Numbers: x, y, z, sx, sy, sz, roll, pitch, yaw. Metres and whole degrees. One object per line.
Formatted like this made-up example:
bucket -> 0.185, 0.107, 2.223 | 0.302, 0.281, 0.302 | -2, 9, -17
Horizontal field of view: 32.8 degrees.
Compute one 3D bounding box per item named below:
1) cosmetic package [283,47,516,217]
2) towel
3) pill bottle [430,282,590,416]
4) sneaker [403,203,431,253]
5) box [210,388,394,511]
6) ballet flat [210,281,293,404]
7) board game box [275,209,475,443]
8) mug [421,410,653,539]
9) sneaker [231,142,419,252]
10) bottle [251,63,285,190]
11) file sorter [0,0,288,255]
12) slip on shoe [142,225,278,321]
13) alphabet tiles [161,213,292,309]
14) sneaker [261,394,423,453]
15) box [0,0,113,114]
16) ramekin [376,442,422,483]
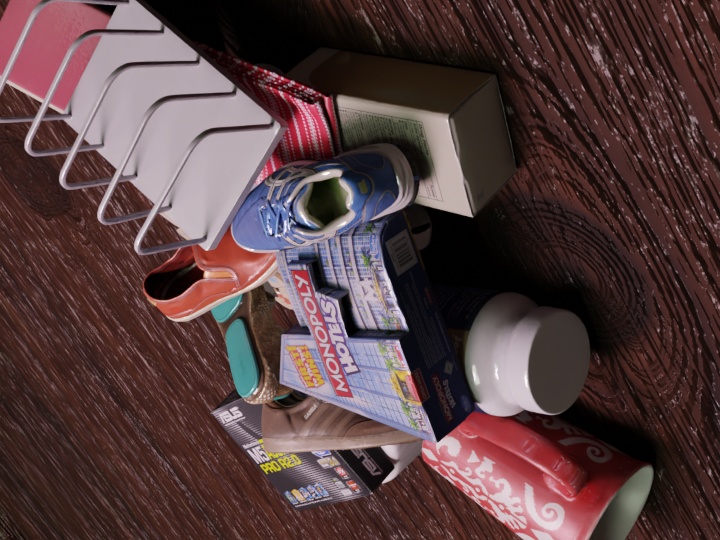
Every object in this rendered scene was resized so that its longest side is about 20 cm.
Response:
cosmetic package -> 0.029, -0.123, 1.061 | 0.199, 0.071, 0.106 | 18, 138, 38
towel -> -0.097, -0.128, 1.116 | 0.199, 0.022, 0.145 | 25, 144, 31
pill bottle -> 0.108, 0.074, 1.152 | 0.199, 0.116, 0.116 | 6, 131, 46
sneaker -> 0.000, 0.000, 1.197 | 0.200, 0.080, 0.147 | 22, 123, 48
box -> -0.070, 0.189, 1.376 | 0.160, 0.044, 0.200 | 50, 149, -7
ballet flat -> -0.112, 0.050, 1.259 | 0.070, 0.065, 0.201 | -40, 54, 36
board game box -> -0.013, 0.050, 1.124 | 0.199, 0.062, 0.201 | -2, 115, 48
mug -> 0.171, 0.181, 1.201 | 0.200, 0.133, 0.178 | 31, 140, 30
sneaker -> -0.047, -0.059, 1.032 | 0.199, 0.077, 0.076 | -20, 92, 41
bottle -> -0.111, -0.126, 1.230 | 0.083, 0.065, 0.200 | 41, 148, 10
file sorter -> -0.195, -0.125, 1.047 | 0.200, 0.124, 0.139 | 41, 115, 16
slip on shoe -> -0.137, -0.014, 1.216 | 0.199, 0.074, 0.061 | -31, 145, 25
alphabet tiles -> -0.139, -0.018, 1.369 | 0.200, 0.015, 0.195 | 38, 164, -16
sneaker -> -0.014, 0.139, 1.216 | 0.199, 0.070, 0.076 | -8, 83, 24
box -> -0.254, -0.199, 1.228 | 0.199, 0.109, 0.128 | 28, -175, 25
ramekin -> -0.003, 0.145, 1.383 | 0.200, 0.098, 0.201 | 30, 145, 24
